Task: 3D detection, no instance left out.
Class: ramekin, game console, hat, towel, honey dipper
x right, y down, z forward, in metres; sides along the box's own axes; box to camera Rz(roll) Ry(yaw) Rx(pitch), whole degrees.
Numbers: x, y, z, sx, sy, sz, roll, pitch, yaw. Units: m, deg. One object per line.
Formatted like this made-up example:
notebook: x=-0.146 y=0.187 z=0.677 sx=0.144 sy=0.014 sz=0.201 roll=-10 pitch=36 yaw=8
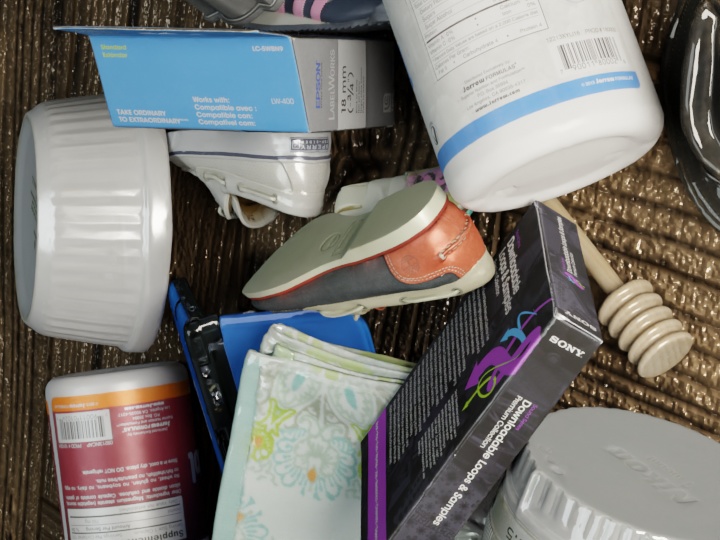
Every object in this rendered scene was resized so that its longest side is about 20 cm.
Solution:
ramekin: x=-0.206 y=-0.038 z=1.276 sx=0.202 sy=0.094 sz=0.204 roll=180 pitch=90 yaw=-73
game console: x=-0.047 y=0.102 z=1.191 sx=0.171 sy=0.118 sz=0.201 roll=-128 pitch=22 yaw=-69
hat: x=0.210 y=-0.096 z=0.876 sx=0.200 sy=0.081 sz=0.202 roll=9 pitch=102 yaw=48
towel: x=-0.005 y=0.145 z=1.105 sx=0.170 sy=0.048 sz=0.201 roll=15 pitch=110 yaw=6
honey dipper: x=0.125 y=-0.022 z=1.013 sx=0.200 sy=0.038 sz=0.038 roll=55 pitch=131 yaw=29

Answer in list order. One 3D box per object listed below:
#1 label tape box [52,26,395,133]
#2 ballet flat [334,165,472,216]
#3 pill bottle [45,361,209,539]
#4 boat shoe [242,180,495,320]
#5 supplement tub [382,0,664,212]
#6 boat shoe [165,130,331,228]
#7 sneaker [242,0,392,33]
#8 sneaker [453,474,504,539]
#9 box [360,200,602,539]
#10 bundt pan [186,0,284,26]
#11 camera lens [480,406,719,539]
label tape box: x=-0.081 y=-0.120 z=1.074 sx=0.143 sy=0.200 sz=0.064 roll=4 pitch=98 yaw=24
ballet flat: x=0.002 y=-0.016 z=1.116 sx=0.200 sy=0.071 sz=0.069 roll=-46 pitch=18 yaw=44
pill bottle: x=-0.177 y=0.176 z=1.314 sx=0.113 sy=0.113 sz=0.201 roll=-6 pitch=91 yaw=48
boat shoe: x=0.000 y=0.000 z=1.040 sx=0.063 sy=0.071 sz=0.200 roll=46 pitch=144 yaw=-20
supplement tub: x=0.083 y=-0.147 z=0.971 sx=0.132 sy=0.131 sz=0.201 roll=-32 pitch=71 yaw=45
boat shoe: x=-0.081 y=-0.065 z=1.192 sx=0.200 sy=0.071 sz=0.070 roll=9 pitch=100 yaw=56
sneaker: x=-0.011 y=-0.197 z=1.113 sx=0.199 sy=0.070 sz=0.083 roll=9 pitch=103 yaw=45
sneaker: x=0.058 y=0.193 z=1.031 sx=0.074 sy=0.115 sz=0.201 roll=25 pitch=125 yaw=46
box: x=0.063 y=0.073 z=0.965 sx=0.201 sy=0.036 sz=0.143 roll=-57 pitch=14 yaw=24
bundt pan: x=-0.084 y=-0.270 z=1.128 sx=0.201 sy=0.076 sz=0.203 roll=-26 pitch=54 yaw=42
camera lens: x=0.135 y=0.198 z=0.940 sx=0.160 sy=0.159 sz=0.201 roll=33 pitch=118 yaw=40
